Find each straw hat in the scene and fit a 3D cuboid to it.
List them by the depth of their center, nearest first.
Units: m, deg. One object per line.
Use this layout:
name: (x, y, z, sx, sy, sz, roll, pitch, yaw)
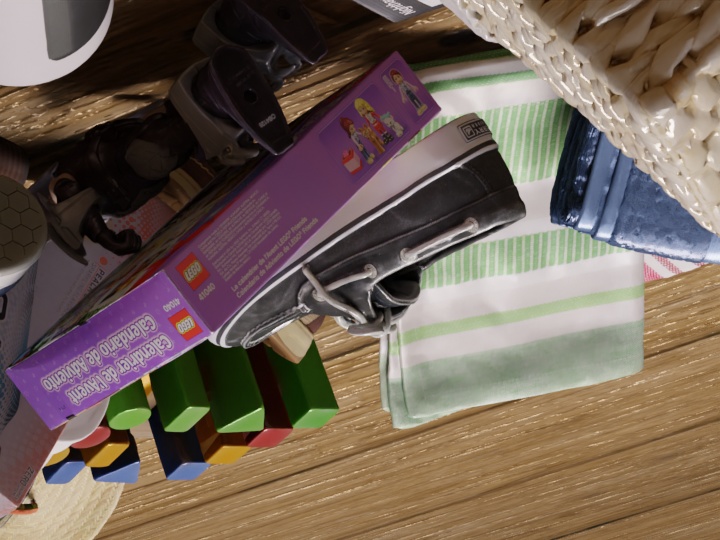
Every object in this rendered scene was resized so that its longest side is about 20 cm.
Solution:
straw hat: (-0.253, 0.126, 1.922, 0.200, 0.085, 0.202, -20, 133, -23)

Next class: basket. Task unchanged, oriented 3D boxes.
basket: (0.130, -0.140, 1.081, 0.198, 0.161, 0.200, -44, 160, 2)

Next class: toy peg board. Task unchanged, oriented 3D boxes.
toy peg board: (-0.128, 0.078, 1.785, 0.199, 0.098, 0.199, 3, 146, -38)

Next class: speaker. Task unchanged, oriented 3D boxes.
speaker: (-0.136, -0.143, 1.158, 0.081, 0.082, 0.200, -9, 163, -7)

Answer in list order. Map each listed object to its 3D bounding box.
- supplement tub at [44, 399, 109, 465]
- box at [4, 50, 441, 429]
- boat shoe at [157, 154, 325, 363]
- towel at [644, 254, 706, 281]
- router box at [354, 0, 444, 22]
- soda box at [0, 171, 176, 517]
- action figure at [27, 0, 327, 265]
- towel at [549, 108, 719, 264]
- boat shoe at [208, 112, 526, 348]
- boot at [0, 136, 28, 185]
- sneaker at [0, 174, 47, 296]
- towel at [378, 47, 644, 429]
supplement tub: (-0.249, 0.063, 1.642, 0.199, 0.145, 0.144, -20, 161, 28)
box: (-0.062, -0.015, 1.406, 0.137, 0.039, 0.200, -31, -169, 47)
boat shoe: (-0.056, -0.020, 1.652, 0.072, 0.072, 0.200, -47, 147, -8)
towel: (0.176, -0.064, 1.604, 0.199, 0.030, 0.146, -21, 131, 38)
router box: (0.030, -0.167, 1.231, 0.148, 0.051, 0.200, -17, 162, 24)
soda box: (-0.166, 0.034, 1.519, 0.068, 0.201, 0.064, 39, 142, -15)
action figure: (-0.092, -0.059, 1.424, 0.200, 0.069, 0.130, -35, -166, 52)
towel: (0.203, -0.053, 1.522, 0.199, 0.112, 0.049, 12, -158, -8)
boat shoe: (0.002, -0.001, 1.488, 0.199, 0.068, 0.073, -34, 173, 29)
boot: (-0.261, -0.044, 1.442, 0.146, 0.071, 0.200, 14, 150, -42)
sneaker: (-0.260, 0.011, 1.386, 0.201, 0.077, 0.146, 4, 152, -24)
towel: (0.079, -0.021, 1.552, 0.152, 0.201, 0.023, -12, -151, -17)
